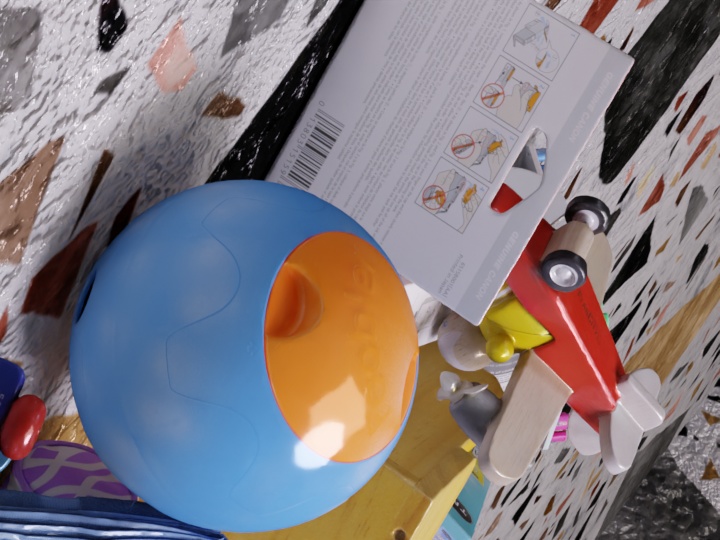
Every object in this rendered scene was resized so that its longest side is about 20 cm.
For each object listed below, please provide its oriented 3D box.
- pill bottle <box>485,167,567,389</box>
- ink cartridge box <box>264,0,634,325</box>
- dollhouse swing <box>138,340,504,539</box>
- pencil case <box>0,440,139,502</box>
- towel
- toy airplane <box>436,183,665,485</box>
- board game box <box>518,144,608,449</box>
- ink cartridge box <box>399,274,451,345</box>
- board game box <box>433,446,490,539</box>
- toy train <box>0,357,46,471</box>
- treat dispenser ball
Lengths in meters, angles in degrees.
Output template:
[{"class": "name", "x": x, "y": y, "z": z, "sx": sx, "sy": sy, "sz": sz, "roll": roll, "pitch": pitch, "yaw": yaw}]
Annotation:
[{"class": "pill bottle", "x": 0.113, "y": 0.010, "z": 1.975, "sx": 0.113, "sy": 0.113, "sz": 0.200, "roll": -47, "pitch": 163, "yaw": -32}, {"class": "ink cartridge box", "x": 0.058, "y": -0.094, "z": 1.477, "sx": 0.200, "sy": 0.173, "sz": 0.044, "roll": -60, "pitch": 165, "yaw": 12}, {"class": "dollhouse swing", "x": -0.024, "y": 0.127, "z": 1.622, "sx": 0.182, "sy": 0.200, "sz": 0.176, "roll": -61, "pitch": 165, "yaw": 15}, {"class": "pencil case", "x": -0.199, "y": 0.193, "z": 1.434, "sx": 0.085, "sy": 0.084, "sz": 0.200, "roll": -29, "pitch": 150, "yaw": -55}, {"class": "towel", "x": -0.178, "y": 0.180, "z": 1.340, "sx": 0.199, "sy": 0.049, "sz": 0.112, "roll": 8, "pitch": 124, "yaw": -31}, {"class": "toy airplane", "x": 0.123, "y": 0.051, "z": 1.598, "sx": 0.200, "sy": 0.141, "sz": 0.200, "roll": 13, "pitch": 72, "yaw": -60}, {"class": "board game box", "x": 0.165, "y": 0.024, "z": 2.063, "sx": 0.026, "sy": 0.200, "sz": 0.200, "roll": -6, "pitch": 145, "yaw": -14}, {"class": "ink cartridge box", "x": 0.000, "y": 0.000, "z": 1.599, "sx": 0.068, "sy": 0.116, "sz": 0.200, "roll": -63, "pitch": 165, "yaw": 14}, {"class": "board game box", "x": 0.031, "y": 0.140, "z": 1.819, "sx": 0.047, "sy": 0.151, "sz": 0.200, "roll": -43, "pitch": -177, "yaw": 14}, {"class": "toy train", "x": -0.231, "y": 0.139, "z": 1.188, "sx": 0.116, "sy": 0.084, "sz": 0.201, "roll": 117, "pitch": -5, "yaw": -76}, {"class": "treat dispenser ball", "x": -0.066, "y": 0.049, "z": 1.332, "sx": 0.201, "sy": 0.201, "sz": 0.201, "roll": -51, "pitch": 164, "yaw": -21}]
